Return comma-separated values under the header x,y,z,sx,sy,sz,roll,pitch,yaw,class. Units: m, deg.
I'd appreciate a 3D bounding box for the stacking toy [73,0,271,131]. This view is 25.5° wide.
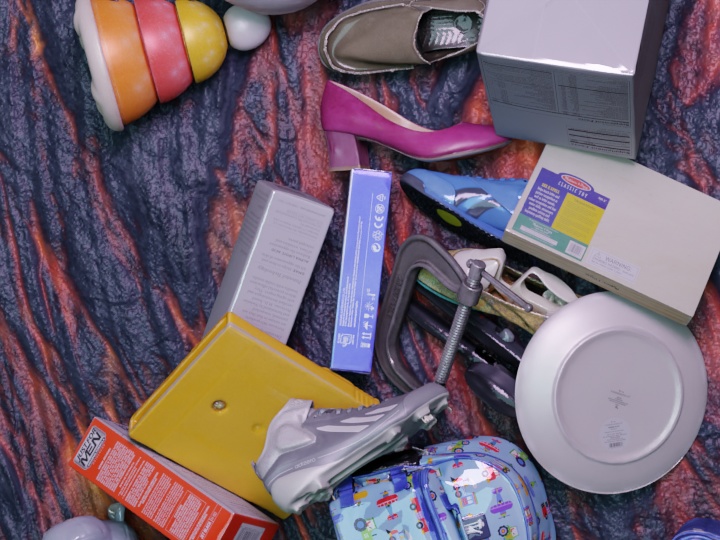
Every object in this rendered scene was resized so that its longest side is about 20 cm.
x,y,z,sx,sy,sz,roll,pitch,yaw,class
-0.191,-0.237,1.665,0.199,0.146,0.147,-15,86,-7,stacking toy

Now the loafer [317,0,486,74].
x,y,z,sx,sy,sz,roll,pitch,yaw,class
0.050,-0.243,1.612,0.199,0.070,0.076,-11,101,12,loafer

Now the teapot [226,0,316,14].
x,y,z,sx,sy,sz,roll,pitch,yaw,class
-0.094,-0.332,1.621,0.197,0.146,0.200,-34,63,-18,teapot

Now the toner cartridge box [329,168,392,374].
x,y,z,sx,sy,sz,roll,pitch,yaw,class
0.000,0.000,1.612,0.043,0.095,0.201,6,90,-2,toner cartridge box

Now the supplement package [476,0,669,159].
x,y,z,sx,sy,sz,roll,pitch,yaw,class
0.205,-0.237,1.495,0.146,0.200,0.192,11,74,13,supplement package

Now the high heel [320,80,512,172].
x,y,z,sx,sy,sz,roll,pitch,yaw,class
0.054,-0.156,1.618,0.199,0.067,0.097,-5,91,13,high heel

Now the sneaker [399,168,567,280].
x,y,z,sx,sy,sz,roll,pitch,yaw,class
0.138,-0.066,1.606,0.199,0.066,0.079,26,78,14,sneaker

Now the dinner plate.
x,y,z,sx,sy,sz,roll,pitch,yaw,class
0.249,0.121,1.555,0.199,0.024,0.202,-1,96,-10,dinner plate

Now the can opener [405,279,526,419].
x,y,z,sx,sy,sz,roll,pitch,yaw,class
0.113,0.068,1.607,0.200,0.079,0.063,45,107,19,can opener

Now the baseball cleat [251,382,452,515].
x,y,z,sx,sy,sz,roll,pitch,yaw,class
-0.014,0.148,1.540,0.199,0.070,0.107,-32,66,-15,baseball cleat

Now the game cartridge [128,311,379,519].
x,y,z,sx,sy,sz,roll,pitch,yaw,class
-0.103,0.149,1.597,0.199,0.033,0.176,32,118,-24,game cartridge

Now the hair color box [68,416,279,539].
x,y,z,sx,sy,sz,roll,pitch,yaw,class
-0.191,0.228,1.624,0.199,0.101,0.061,30,89,30,hair color box

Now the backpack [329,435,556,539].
x,y,z,sx,sy,sz,roll,pitch,yaw,class
0.088,0.260,1.574,0.199,0.135,0.184,-15,87,10,backpack

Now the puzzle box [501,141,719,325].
x,y,z,sx,sy,sz,roll,pitch,yaw,class
0.252,-0.045,1.553,0.199,0.025,0.133,26,65,7,puzzle box

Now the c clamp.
x,y,z,sx,sy,sz,roll,pitch,yaw,class
0.076,0.056,1.567,0.171,0.027,0.201,48,134,31,c clamp

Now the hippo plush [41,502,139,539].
x,y,z,sx,sy,sz,roll,pitch,yaw,class
-0.239,0.305,1.641,0.160,0.199,0.161,-55,52,20,hippo plush

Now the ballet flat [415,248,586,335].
x,y,z,sx,sy,sz,roll,pitch,yaw,class
0.148,0.016,1.592,0.199,0.071,0.071,27,95,9,ballet flat

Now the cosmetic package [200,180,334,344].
x,y,z,sx,sy,sz,roll,pitch,yaw,class
-0.099,0.015,1.627,0.074,0.102,0.201,18,95,-14,cosmetic package

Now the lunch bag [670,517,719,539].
x,y,z,sx,sy,sz,roll,pitch,yaw,class
0.356,0.323,1.511,0.199,0.132,0.137,20,94,12,lunch bag
